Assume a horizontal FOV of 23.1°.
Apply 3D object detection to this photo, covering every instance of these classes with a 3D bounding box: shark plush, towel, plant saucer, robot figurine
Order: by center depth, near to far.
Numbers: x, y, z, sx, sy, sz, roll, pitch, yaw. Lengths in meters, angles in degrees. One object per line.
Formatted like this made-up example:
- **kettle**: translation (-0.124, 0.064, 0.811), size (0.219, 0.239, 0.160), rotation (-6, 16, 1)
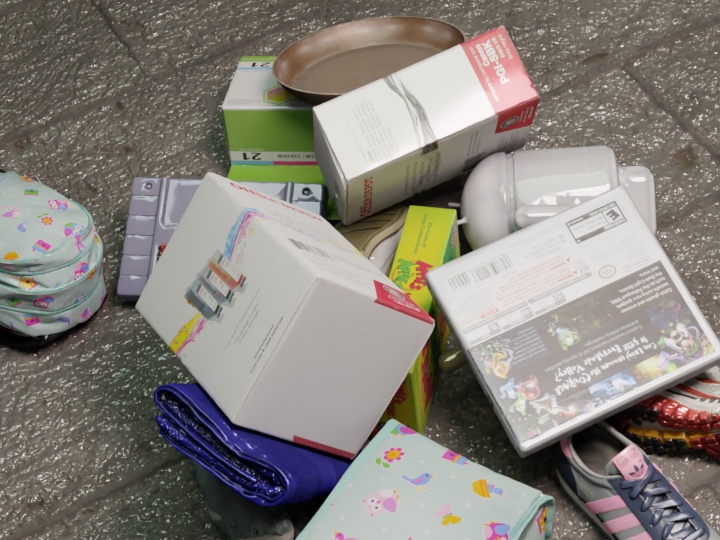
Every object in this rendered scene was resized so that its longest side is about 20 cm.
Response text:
- **towel**: translation (-0.080, 0.149, 1.487), size (0.147, 0.200, 0.050), rotation (37, 101, 21)
- **shark plush**: translation (-0.105, 0.179, 1.524), size (0.090, 0.084, 0.201), rotation (-23, 47, -7)
- **robot figurine**: translation (0.182, -0.060, 1.688), size (0.198, 0.114, 0.170), rotation (-4, 5, 5)
- **plant saucer**: translation (0.011, -0.206, 1.775), size (0.198, 0.032, 0.201), rotation (-8, 27, 4)

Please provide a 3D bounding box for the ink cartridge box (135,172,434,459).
- **ink cartridge box**: translation (-0.069, 0.036, 1.502), size (0.145, 0.145, 0.200), rotation (-59, 42, 12)

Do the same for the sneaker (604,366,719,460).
- **sneaker**: translation (0.312, 0.114, 1.529), size (0.198, 0.078, 0.082), rotation (10, 48, 17)

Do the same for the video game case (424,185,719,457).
- **video game case**: translation (0.182, 0.040, 1.506), size (0.199, 0.023, 0.183), rotation (-24, 66, -11)

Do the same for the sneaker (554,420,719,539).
- **sneaker**: translation (0.233, 0.192, 1.463), size (0.070, 0.082, 0.200), rotation (-34, 52, -23)

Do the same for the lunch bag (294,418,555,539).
- **lunch bag**: translation (0.040, 0.244, 1.419), size (0.169, 0.123, 0.200), rotation (22, 48, 26)

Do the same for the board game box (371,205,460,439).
- **board game box**: translation (0.050, 0.048, 1.614), size (0.047, 0.102, 0.201), rotation (6, 48, 12)

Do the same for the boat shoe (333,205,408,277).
- **boat shoe**: translation (0.000, 0.000, 1.688), size (0.074, 0.069, 0.200), rotation (-6, 22, 26)

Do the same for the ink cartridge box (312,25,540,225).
- **ink cartridge box**: translation (0.058, -0.135, 1.665), size (0.199, 0.147, 0.083), rotation (-24, 77, -7)

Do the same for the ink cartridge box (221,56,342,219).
- **ink cartridge box**: translation (-0.069, -0.137, 1.803), size (0.146, 0.076, 0.201), rotation (1, 36, 10)

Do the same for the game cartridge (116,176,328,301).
- **game cartridge**: translation (-0.135, -0.026, 1.726), size (0.198, 0.038, 0.131), rotation (2, 68, 11)

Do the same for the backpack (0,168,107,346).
- **backpack**: translation (-0.343, -0.017, 1.718), size (0.199, 0.127, 0.167), rotation (28, 53, 26)

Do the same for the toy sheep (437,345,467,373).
- **toy sheep**: translation (0.162, 0.045, 1.585), size (0.199, 0.138, 0.138), rotation (-22, 47, -4)
